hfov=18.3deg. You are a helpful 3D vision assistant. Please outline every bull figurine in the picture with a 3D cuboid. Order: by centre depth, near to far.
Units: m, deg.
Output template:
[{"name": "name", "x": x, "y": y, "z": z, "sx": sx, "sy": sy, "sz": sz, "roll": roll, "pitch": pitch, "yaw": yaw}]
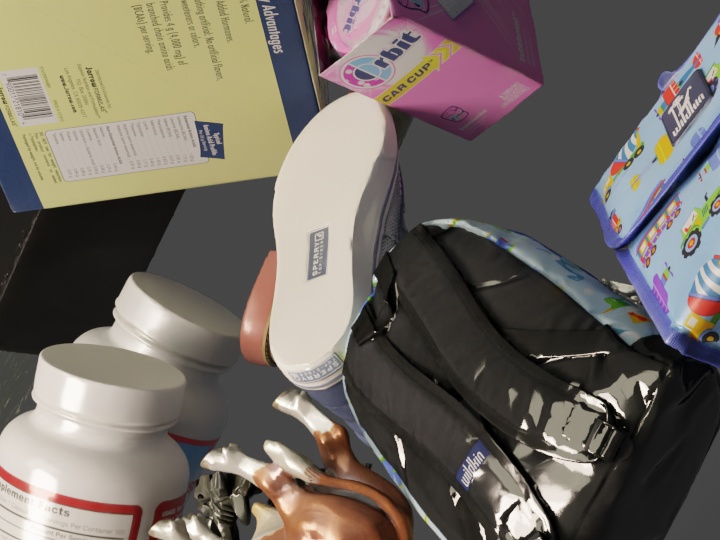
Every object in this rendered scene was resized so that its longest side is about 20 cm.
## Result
[{"name": "bull figurine", "x": -0.047, "y": 0.157, "z": 1.147, "sx": 0.121, "sy": 0.065, "sz": 0.200, "roll": 48, "pitch": 124, "yaw": 13}]

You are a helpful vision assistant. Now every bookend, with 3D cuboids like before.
[{"name": "bookend", "x": -0.205, "y": -0.078, "z": 1.536, "sx": 0.199, "sy": 0.092, "sz": 0.200, "roll": -61, "pitch": 35, "yaw": 32}]

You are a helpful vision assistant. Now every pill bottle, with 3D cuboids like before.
[{"name": "pill bottle", "x": -0.161, "y": 0.149, "z": 1.285, "sx": 0.112, "sy": 0.112, "sz": 0.200, "roll": 28, "pitch": 109, "yaw": 55}, {"name": "pill bottle", "x": -0.149, "y": 0.107, "z": 1.388, "sx": 0.200, "sy": 0.109, "sz": 0.109, "roll": -62, "pitch": 36, "yaw": 11}]

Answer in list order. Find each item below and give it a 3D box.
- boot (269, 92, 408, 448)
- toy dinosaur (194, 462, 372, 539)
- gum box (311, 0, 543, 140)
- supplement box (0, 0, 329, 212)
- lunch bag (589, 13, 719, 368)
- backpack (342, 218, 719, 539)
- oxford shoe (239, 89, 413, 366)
[{"name": "boot", "x": 0.000, "y": 0.000, "z": 1.238, "sx": 0.073, "sy": 0.090, "sz": 0.200, "roll": -15, "pitch": 47, "yaw": 28}, {"name": "toy dinosaur", "x": -0.047, "y": 0.178, "z": 1.240, "sx": 0.200, "sy": 0.102, "sz": 0.136, "roll": -9, "pitch": 83, "yaw": 28}, {"name": "gum box", "x": 0.030, "y": -0.187, "z": 1.287, "sx": 0.066, "sy": 0.113, "sz": 0.200, "roll": -37, "pitch": 47, "yaw": 38}, {"name": "supplement box", "x": -0.129, "y": -0.155, "z": 1.306, "sx": 0.200, "sy": 0.200, "sz": 0.134, "roll": -8, "pitch": 55, "yaw": 4}, {"name": "lunch bag", "x": 0.187, "y": -0.053, "z": 1.056, "sx": 0.151, "sy": 0.094, "sz": 0.200, "roll": -58, "pitch": 25, "yaw": 16}, {"name": "backpack", "x": 0.077, "y": 0.061, "z": 1.099, "sx": 0.200, "sy": 0.154, "sz": 0.163, "roll": 35, "pitch": 108, "yaw": 32}, {"name": "oxford shoe", "x": 0.002, "y": -0.027, "z": 1.308, "sx": 0.075, "sy": 0.070, "sz": 0.200, "roll": 20, "pitch": 83, "yaw": 22}]
